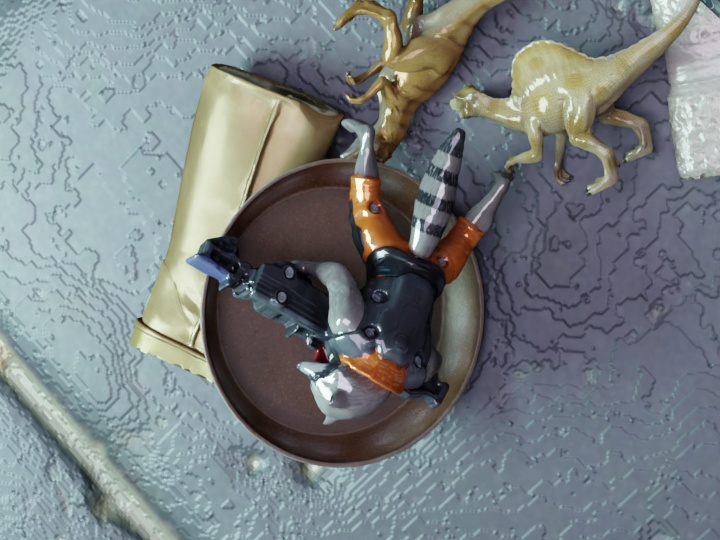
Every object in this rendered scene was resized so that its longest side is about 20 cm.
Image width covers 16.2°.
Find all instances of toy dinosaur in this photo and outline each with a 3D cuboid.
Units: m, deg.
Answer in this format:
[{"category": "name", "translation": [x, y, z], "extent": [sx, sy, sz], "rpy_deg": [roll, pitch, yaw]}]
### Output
[{"category": "toy dinosaur", "translation": [0.046, -0.152, 1.649], "extent": [0.106, 0.060, 0.200], "rpy_deg": [42, 118, 1]}, {"category": "toy dinosaur", "translation": [0.143, -0.106, 1.610], "extent": [0.199, 0.058, 0.102], "rpy_deg": [-19, 108, 32]}]

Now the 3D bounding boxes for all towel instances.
[{"category": "towel", "translation": [0.287, -0.132, 1.591], "extent": [0.198, 0.034, 0.134], "rpy_deg": [-8, 95, 18]}]

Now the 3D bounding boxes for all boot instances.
[{"category": "boot", "translation": [-0.054, -0.016, 1.693], "extent": [0.174, 0.066, 0.201], "rpy_deg": [21, 99, 6]}]

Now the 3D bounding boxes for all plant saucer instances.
[{"category": "plant saucer", "translation": [-0.015, 0.027, 1.656], "extent": [0.199, 0.034, 0.202], "rpy_deg": [-1, 93, -22]}]

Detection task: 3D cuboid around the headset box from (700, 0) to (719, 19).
[{"category": "headset box", "translation": [0.245, -0.256, 1.520], "extent": [0.200, 0.093, 0.174], "rpy_deg": [42, 78, 5]}]

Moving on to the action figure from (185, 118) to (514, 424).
[{"category": "action figure", "translation": [0.000, 0.000, 1.592], "extent": [0.199, 0.104, 0.195], "rpy_deg": [22, 74, -24]}]
